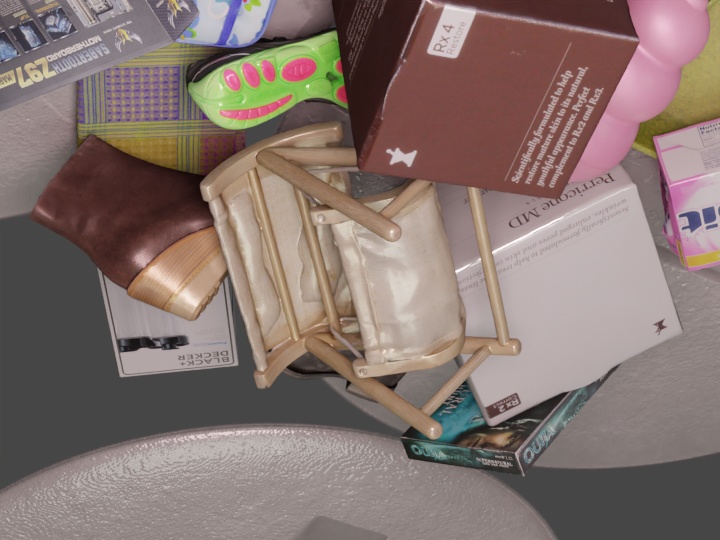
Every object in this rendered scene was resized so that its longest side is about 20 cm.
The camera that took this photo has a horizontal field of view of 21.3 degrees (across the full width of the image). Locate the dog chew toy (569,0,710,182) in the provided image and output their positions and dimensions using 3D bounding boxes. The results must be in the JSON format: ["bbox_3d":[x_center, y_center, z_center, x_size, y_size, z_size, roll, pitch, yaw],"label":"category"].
[{"bbox_3d":[0.201,-0.162,1.548,0.124,0.125,0.200,26,127,-31],"label":"dog chew toy"}]

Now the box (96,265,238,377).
[{"bbox_3d":[-0.172,0.012,1.720,0.116,0.060,0.200,-5,143,-4],"label":"box"}]

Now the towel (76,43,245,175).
[{"bbox_3d":[-0.168,-0.137,1.609,0.143,0.023,0.200,-2,136,-6],"label":"towel"}]

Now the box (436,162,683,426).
[{"bbox_3d":[0.155,-0.002,1.693,0.199,0.131,0.200,-26,132,-1],"label":"box"}]

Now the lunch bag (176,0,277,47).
[{"bbox_3d":[-0.123,-0.264,1.443,0.161,0.083,0.200,7,135,-21],"label":"lunch bag"}]

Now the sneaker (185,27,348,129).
[{"bbox_3d":[-0.053,-0.167,1.550,0.200,0.084,0.077,-11,119,-35],"label":"sneaker"}]

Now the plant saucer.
[{"bbox_3d":[0.330,-0.167,1.644,0.200,0.048,0.200,22,128,-29],"label":"plant saucer"}]

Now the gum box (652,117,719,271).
[{"bbox_3d":[0.354,-0.080,1.655,0.200,0.066,0.114,-15,135,7],"label":"gum box"}]

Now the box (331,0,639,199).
[{"bbox_3d":[0.085,-0.187,1.420,0.164,0.200,0.166,8,135,-17],"label":"box"}]

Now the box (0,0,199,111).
[{"bbox_3d":[-0.239,-0.215,1.416,0.200,0.051,0.158,-16,116,36],"label":"box"}]

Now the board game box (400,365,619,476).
[{"bbox_3d":[0.147,0.113,1.772,0.135,0.200,0.028,3,125,41],"label":"board game box"}]

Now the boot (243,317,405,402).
[{"bbox_3d":[0.009,0.032,1.796,0.200,0.069,0.174,21,124,-33],"label":"boot"}]

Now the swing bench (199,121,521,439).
[{"bbox_3d":[0.000,0.000,1.525,0.200,0.130,0.199,14,132,36],"label":"swing bench"}]

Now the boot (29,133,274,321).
[{"bbox_3d":[-0.156,-0.070,1.595,0.166,0.200,0.072,35,151,4],"label":"boot"}]
